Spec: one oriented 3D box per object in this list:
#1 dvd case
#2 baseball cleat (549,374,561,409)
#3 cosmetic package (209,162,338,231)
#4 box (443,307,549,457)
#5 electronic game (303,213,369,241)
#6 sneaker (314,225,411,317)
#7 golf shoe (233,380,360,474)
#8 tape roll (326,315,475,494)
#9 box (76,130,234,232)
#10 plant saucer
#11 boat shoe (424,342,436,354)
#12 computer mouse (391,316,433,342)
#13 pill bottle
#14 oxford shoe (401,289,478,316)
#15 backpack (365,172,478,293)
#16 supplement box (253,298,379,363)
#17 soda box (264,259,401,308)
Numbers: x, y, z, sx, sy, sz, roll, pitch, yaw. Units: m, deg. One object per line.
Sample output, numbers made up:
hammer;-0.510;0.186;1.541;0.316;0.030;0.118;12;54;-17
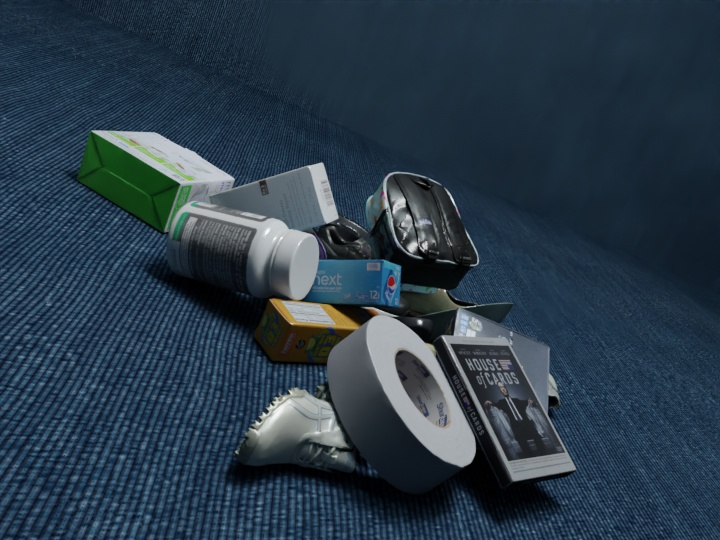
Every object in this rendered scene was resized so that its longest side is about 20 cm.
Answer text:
dvd case;0.185;0.175;0.943;0.149;0.025;0.202;8;49;-44
baseball cleat;0.243;0.168;1.203;0.197;0.071;0.107;22;18;-8
cosmetic package;-0.146;-0.106;1.236;0.197;0.103;0.074;-15;6;20
box;0.185;0.164;1.032;0.156;0.051;0.202;24;46;-6
electronic game;-0.031;-0.046;1.325;0.198;0.042;0.201;26;25;-13
sneaker;0.000;0.000;1.163;0.198;0.089;0.076;30;18;13
golf shoe;-0.046;0.178;0.785;0.097;0.079;0.199;40;23;24
tape roll;0.050;0.154;0.861;0.200;0.066;0.201;44;22;-22
box;-0.354;-0.163;1.288;0.198;0.098;0.176;29;17;14
plant saucer;0.162;0.091;1.236;0.197;0.039;0.201;-8;-9;-1
boat shoe;0.046;0.148;1.015;0.199;0.073;0.063;-9;66;-50
computer mouse;0.069;0.088;1.075;0.058;0.035;0.200;5;-5;-1
pill bottle;-0.167;-0.026;1.051;0.197;0.115;0.113;14;14;20
oxford shoe;0.124;0.051;1.364;0.197;0.076;0.071;24;17;-5
backpack;0.093;-0.065;1.264;0.175;0.151;0.203;7;56;-31
supplement box;-0.048;0.090;1.039;0.198;0.067;0.069;9;26;-40
soda box;-0.042;0.020;1.089;0.197;0.065;0.068;1;-6;27
